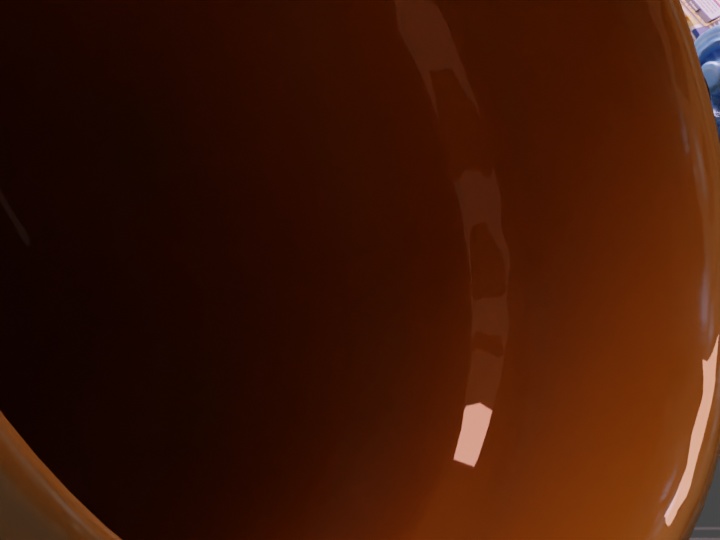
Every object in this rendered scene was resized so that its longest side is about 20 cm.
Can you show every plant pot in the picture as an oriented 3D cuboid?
[{"bbox_3d":[-0.067,-0.006,0.427,0.183,0.201,0.200,-24,-9,39],"label":"plant pot"}]

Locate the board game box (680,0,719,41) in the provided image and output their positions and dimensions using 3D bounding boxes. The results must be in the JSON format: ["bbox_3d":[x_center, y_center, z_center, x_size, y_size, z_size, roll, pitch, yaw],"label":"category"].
[{"bbox_3d":[0.226,-0.130,1.105,0.199,0.152,0.046,-19,-32,-13],"label":"board game box"}]

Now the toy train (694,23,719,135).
[{"bbox_3d":[0.121,-0.039,1.009,0.086,0.115,0.199,6,-1,-45],"label":"toy train"}]
